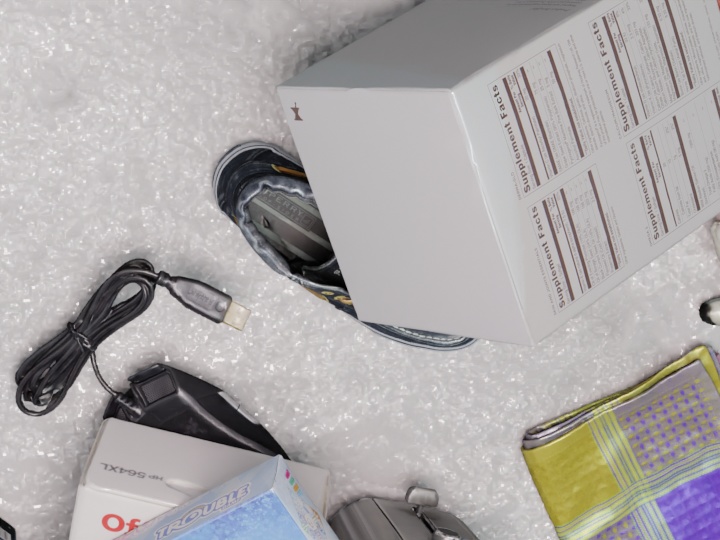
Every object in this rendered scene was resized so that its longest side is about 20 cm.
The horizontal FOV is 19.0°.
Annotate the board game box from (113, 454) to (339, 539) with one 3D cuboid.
[{"bbox_3d":[-0.077,0.232,1.236,0.200,0.043,0.199,-29,108,18],"label":"board game box"}]

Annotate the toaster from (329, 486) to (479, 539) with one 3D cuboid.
[{"bbox_3d":[0.020,0.238,1.341,0.113,0.129,0.200,12,105,-13],"label":"toaster"}]

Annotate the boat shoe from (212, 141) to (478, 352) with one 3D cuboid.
[{"bbox_3d":[0.000,0.000,1.281,0.200,0.091,0.071,31,100,-18],"label":"boat shoe"}]

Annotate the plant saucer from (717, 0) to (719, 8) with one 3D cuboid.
[{"bbox_3d":[0.314,-0.184,1.312,0.200,0.037,0.200,41,95,-19],"label":"plant saucer"}]

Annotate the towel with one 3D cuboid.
[{"bbox_3d":[0.200,0.158,1.407,0.143,0.023,0.200,-25,110,-3],"label":"towel"}]

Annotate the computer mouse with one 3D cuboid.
[{"bbox_3d":[-0.096,0.074,1.304,0.200,0.046,0.140,34,114,-12],"label":"computer mouse"}]

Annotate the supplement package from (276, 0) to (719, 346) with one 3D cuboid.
[{"bbox_3d":[0.091,-0.076,1.202,0.200,0.152,0.151,-33,114,-32],"label":"supplement package"}]

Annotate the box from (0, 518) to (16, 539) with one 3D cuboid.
[{"bbox_3d":[-0.328,0.157,1.297,0.200,0.038,0.137,40,97,-19],"label":"box"}]

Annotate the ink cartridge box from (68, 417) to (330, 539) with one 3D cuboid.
[{"bbox_3d":[-0.108,0.204,1.298,0.146,0.084,0.200,13,116,-2],"label":"ink cartridge box"}]

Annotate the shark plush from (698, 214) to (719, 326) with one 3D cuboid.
[{"bbox_3d":[0.310,0.003,1.358,0.200,0.091,0.083,13,74,-10],"label":"shark plush"}]
